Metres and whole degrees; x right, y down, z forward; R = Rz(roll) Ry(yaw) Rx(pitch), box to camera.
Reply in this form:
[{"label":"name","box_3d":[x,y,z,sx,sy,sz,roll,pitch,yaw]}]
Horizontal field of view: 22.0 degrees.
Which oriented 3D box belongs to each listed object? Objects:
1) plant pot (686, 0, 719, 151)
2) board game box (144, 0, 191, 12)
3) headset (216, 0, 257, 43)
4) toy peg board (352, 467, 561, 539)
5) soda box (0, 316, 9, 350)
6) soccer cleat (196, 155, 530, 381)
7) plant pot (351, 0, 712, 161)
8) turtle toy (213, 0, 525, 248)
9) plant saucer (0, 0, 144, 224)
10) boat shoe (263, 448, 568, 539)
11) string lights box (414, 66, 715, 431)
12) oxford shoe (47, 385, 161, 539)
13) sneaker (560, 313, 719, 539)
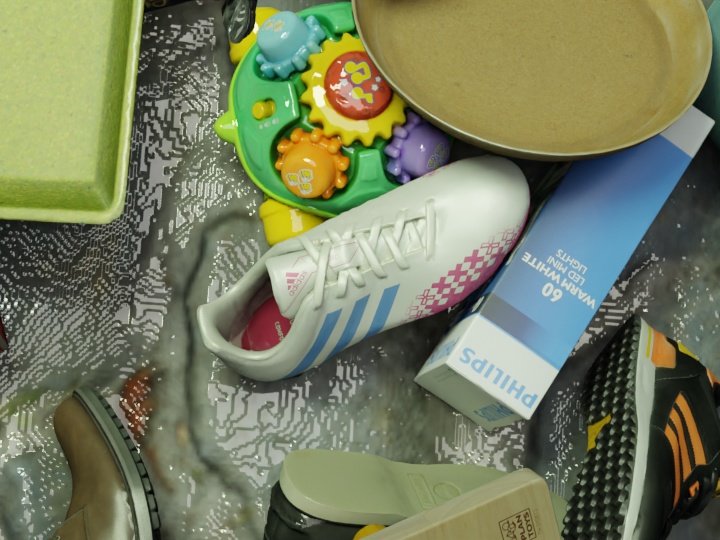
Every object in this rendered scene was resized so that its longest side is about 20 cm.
[{"label":"plant pot","box_3d":[0.288,-0.100,1.052,0.188,0.200,0.200,40,78,15]},{"label":"board game box","box_3d":[-0.145,-0.242,1.050,0.034,0.135,0.202,13,75,-47]},{"label":"headset","box_3d":[-0.013,-0.194,0.991,0.123,0.094,0.200,32,38,6]},{"label":"toy peg board","box_3d":[0.012,0.218,0.982,0.198,0.098,0.201,-21,111,-18]},{"label":"soda box","box_3d":[-0.256,-0.046,1.032,0.070,0.063,0.201,-15,82,-8]},{"label":"soccer cleat","box_3d":[0.000,0.000,1.006,0.199,0.086,0.070,-33,64,17]},{"label":"plant pot","box_3d":[0.092,-0.131,1.010,0.198,0.028,0.201,4,52,-6]},{"label":"turtle toy","box_3d":[0.014,-0.098,1.055,0.199,0.101,0.147,-10,82,-11]},{"label":"plant saucer","box_3d":[-0.205,-0.122,0.977,0.198,0.048,0.202,3,80,10]},{"label":"boat shoe","box_3d":[0.043,0.150,1.041,0.200,0.074,0.063,10,118,-16]},{"label":"string lights box","box_3d":[0.114,-0.009,1.052,0.059,0.103,0.201,34,78,-2]},{"label":"oxford shoe","box_3d":[-0.144,0.151,0.985,0.084,0.073,0.201,-13,57,-9]},{"label":"sneaker","box_3d":[0.169,0.111,1.018,0.090,0.070,0.201,27,40,-10]}]
